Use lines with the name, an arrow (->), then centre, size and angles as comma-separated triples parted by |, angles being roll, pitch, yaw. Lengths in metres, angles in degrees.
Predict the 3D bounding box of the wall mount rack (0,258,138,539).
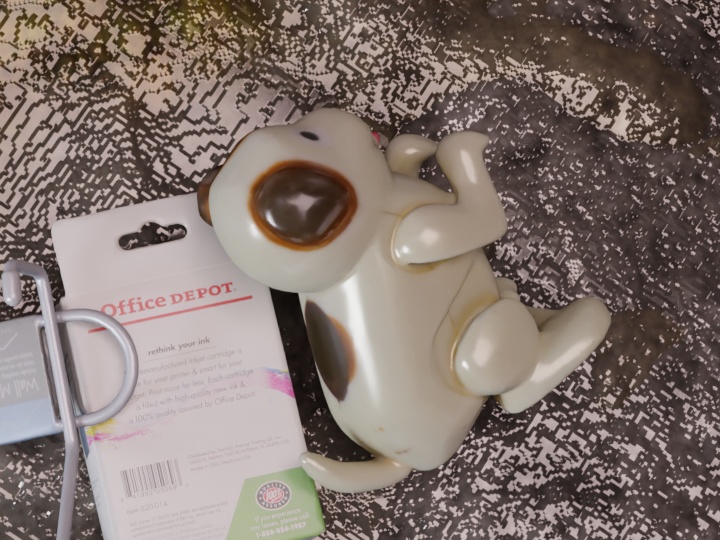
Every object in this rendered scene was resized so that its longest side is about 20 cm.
wall mount rack -> -0.217, 0.092, 1.586 | 0.200, 0.075, 0.174 | -13, 83, 15

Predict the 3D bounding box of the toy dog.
toy dog -> 0.000, 0.000, 1.611 | 0.194, 0.140, 0.200 | -43, 114, -7

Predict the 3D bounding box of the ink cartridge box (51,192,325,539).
ink cartridge box -> -0.101, 0.063, 1.648 | 0.117, 0.067, 0.200 | -11, 83, -11
